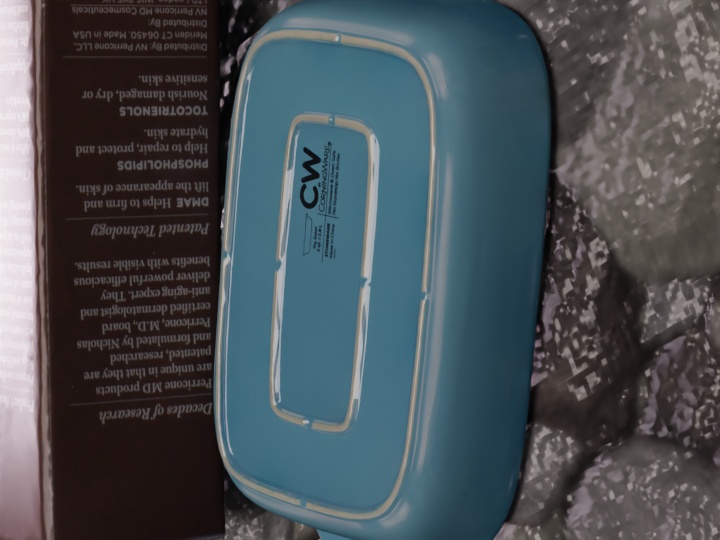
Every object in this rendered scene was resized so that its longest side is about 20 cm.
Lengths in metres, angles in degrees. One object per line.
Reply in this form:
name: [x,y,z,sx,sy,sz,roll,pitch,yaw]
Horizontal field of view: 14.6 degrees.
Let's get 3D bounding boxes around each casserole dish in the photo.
casserole dish: [0.000,0.000,0.884,0.121,0.039,0.201,12,100,43]

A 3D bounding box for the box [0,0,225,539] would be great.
box: [-0.098,-0.010,0.944,0.100,0.075,0.201,6,95,56]
